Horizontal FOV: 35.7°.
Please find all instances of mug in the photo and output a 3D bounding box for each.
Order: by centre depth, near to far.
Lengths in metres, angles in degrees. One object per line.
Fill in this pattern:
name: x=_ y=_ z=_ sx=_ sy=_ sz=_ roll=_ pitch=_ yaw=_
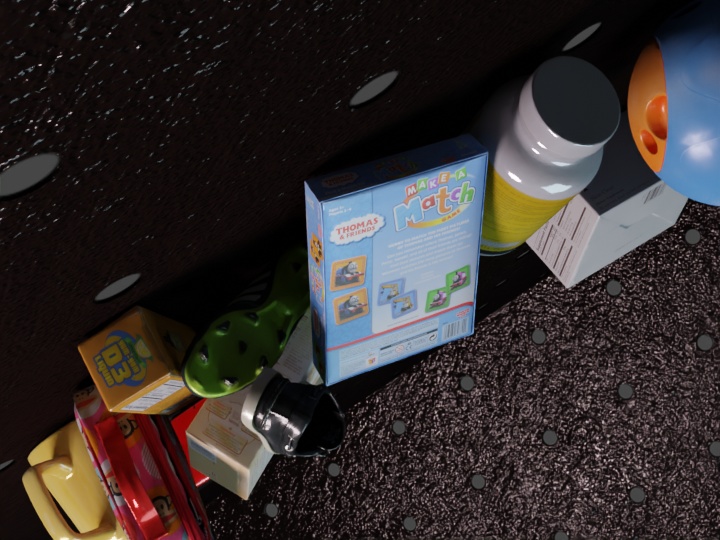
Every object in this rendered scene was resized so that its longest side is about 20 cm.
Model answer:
mug: x=-0.278 y=0.242 z=1.224 sx=0.185 sy=0.154 sz=0.149 roll=-25 pitch=169 yaw=-35

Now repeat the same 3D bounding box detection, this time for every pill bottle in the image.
pill bottle: x=0.141 y=-0.098 z=0.970 sx=0.111 sy=0.113 sz=0.200 roll=-27 pitch=170 yaw=-26

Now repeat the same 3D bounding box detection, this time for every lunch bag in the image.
lunch bag: x=-0.210 y=0.197 z=1.075 sx=0.081 sy=0.202 sz=0.176 roll=-25 pitch=171 yaw=-8

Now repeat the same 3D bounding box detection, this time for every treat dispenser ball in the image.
treat dispenser ball: x=0.356 y=-0.162 z=1.065 sx=0.200 sy=0.202 sz=0.201 roll=-31 pitch=170 yaw=-6

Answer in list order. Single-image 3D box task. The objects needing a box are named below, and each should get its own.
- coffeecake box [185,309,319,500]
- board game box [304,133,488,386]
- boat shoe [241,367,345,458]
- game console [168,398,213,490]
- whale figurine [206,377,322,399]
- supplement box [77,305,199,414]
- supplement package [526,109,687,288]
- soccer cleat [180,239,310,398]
coffeecake box: x=-0.090 y=0.112 z=1.120 sx=0.201 sy=0.073 sz=0.154 roll=-58 pitch=174 yaw=-22
board game box: x=0.030 y=-0.006 z=0.942 sx=0.150 sy=0.037 sz=0.202 roll=-17 pitch=134 yaw=-19
boat shoe: x=-0.046 y=0.135 z=1.000 sx=0.075 sy=0.066 sz=0.200 roll=-63 pitch=163 yaw=-14
game console: x=-0.142 y=0.183 z=1.476 sx=0.199 sy=0.174 sz=0.118 roll=-35 pitch=144 yaw=24
whale figurine: x=-0.119 y=0.107 z=1.301 sx=0.158 sy=0.104 sz=0.200 roll=-32 pitch=-165 yaw=-4
supplement box: x=-0.183 y=0.085 z=0.998 sx=0.068 sy=0.067 sz=0.200 roll=-29 pitch=170 yaw=-2
supplement package: x=0.320 y=-0.101 z=1.425 sx=0.199 sy=0.111 sz=0.156 roll=-29 pitch=153 yaw=-24
soccer cleat: x=-0.094 y=0.048 z=0.993 sx=0.081 sy=0.068 sz=0.200 roll=-33 pitch=-168 yaw=50
